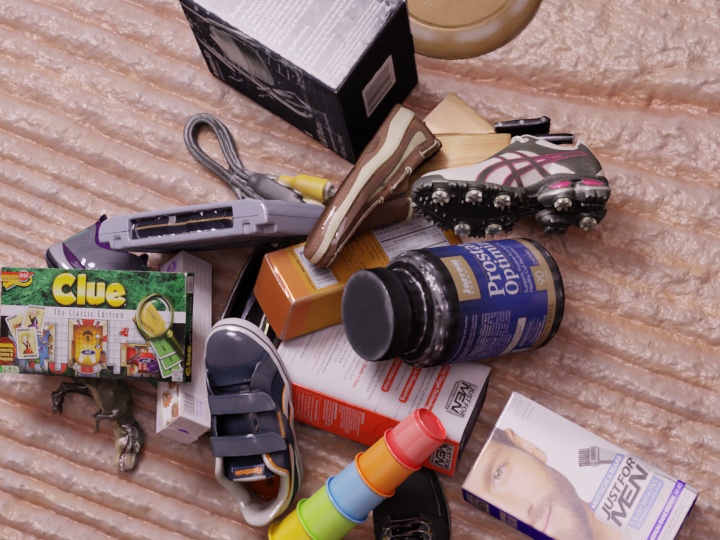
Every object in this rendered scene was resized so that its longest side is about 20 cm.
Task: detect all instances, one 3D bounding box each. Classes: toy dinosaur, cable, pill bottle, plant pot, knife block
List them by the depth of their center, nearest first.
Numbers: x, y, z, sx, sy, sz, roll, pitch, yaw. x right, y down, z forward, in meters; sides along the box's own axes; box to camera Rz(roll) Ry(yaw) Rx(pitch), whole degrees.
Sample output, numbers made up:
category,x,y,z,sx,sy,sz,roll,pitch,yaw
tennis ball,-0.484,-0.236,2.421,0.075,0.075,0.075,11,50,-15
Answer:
category,x,y,z,sx,sy,sz,roll,pitch,yaw
pill bottle,0.086,0.032,1.634,0.199,0.112,0.112,-7,67,-35
toy dinosaur,-0.271,0.102,1.702,0.088,0.047,0.201,-9,106,11
knife block,0.121,-0.083,1.737,0.200,0.064,0.176,-44,73,-9
cable,-0.110,-0.083,1.784,0.199,0.050,0.098,32,95,26
plant pot,0.099,-0.322,1.836,0.198,0.028,0.201,-2,73,5

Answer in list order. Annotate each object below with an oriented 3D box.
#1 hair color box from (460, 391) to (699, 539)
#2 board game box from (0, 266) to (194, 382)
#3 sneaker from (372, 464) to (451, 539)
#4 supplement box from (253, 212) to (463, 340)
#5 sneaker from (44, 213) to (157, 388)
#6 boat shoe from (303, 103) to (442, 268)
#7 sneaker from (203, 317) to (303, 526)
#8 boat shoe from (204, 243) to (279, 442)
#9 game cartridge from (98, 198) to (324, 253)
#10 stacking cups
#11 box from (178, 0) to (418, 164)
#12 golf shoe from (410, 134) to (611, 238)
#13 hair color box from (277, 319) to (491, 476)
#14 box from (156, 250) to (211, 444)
category,x,y,z,sx,sy,sz,roll,pitch,yaw
hair color box,0.207,0.212,1.637,0.199,0.065,0.110,27,77,15
board game box,-0.253,0.050,1.646,0.199,0.023,0.106,1,88,19
sneaker,0.050,0.252,1.615,0.074,0.106,0.201,-10,71,2
supplement box,0.000,0.000,1.682,0.199,0.067,0.069,-15,59,-26
sneaker,-0.226,0.029,1.733,0.087,0.075,0.200,-39,77,-21
boat shoe,0.020,-0.073,1.653,0.075,0.075,0.203,35,59,-4
sneaker,-0.102,0.146,1.618,0.078,0.080,0.201,-8,114,19
boat shoe,-0.118,0.071,1.701,0.071,0.061,0.202,5,65,41
game cartridge,-0.139,-0.042,1.693,0.199,0.133,0.041,-5,82,29
stacking cups,0.000,0.201,1.617,0.200,0.060,0.061,-44,71,19
box,-0.058,-0.233,1.731,0.196,0.200,0.124,34,79,15
golf shoe,0.141,-0.084,1.668,0.199,0.077,0.089,1,55,-13
hair color box,0.016,0.114,1.669,0.199,0.061,0.102,19,50,12
box,-0.171,0.073,1.685,0.039,0.041,0.201,-36,43,35
